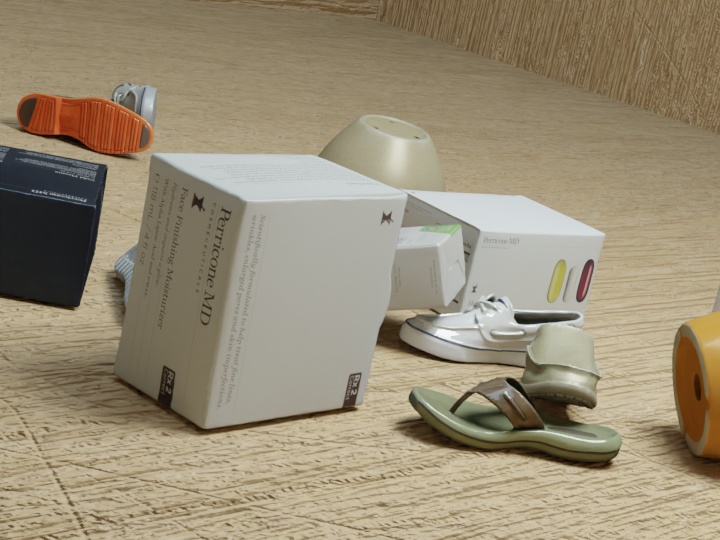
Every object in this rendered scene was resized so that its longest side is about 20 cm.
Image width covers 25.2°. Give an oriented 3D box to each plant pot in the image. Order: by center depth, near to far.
[{"bbox_3d":[0.395,0.103,1.501,0.181,0.202,0.200,-4,17,-5],"label":"plant pot"},{"bbox_3d":[0.027,-0.120,2.046,0.198,0.136,0.201,15,19,-5],"label":"plant pot"}]

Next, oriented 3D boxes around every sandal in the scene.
[{"bbox_3d":[0.138,0.124,1.428,0.199,0.058,0.080,10,15,-11],"label":"sandal"},{"bbox_3d":[-0.192,0.010,1.579,0.050,0.082,0.203,53,-2,-22],"label":"sandal"}]

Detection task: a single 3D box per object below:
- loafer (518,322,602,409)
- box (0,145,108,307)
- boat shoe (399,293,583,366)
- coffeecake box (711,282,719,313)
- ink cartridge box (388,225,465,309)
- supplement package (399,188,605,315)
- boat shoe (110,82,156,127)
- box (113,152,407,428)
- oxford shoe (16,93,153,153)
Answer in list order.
[{"bbox_3d":[0.189,0.086,1.531,0.075,0.069,0.200,11,3,-1],"label":"loafer"},{"bbox_3d":[-0.358,-0.054,1.580,0.198,0.105,0.182,10,14,-7],"label":"box"},{"bbox_3d":[0.137,0.056,1.658,0.198,0.066,0.074,6,17,-22],"label":"boat shoe"},{"bbox_3d":[0.486,0.024,1.803,0.152,0.202,0.073,12,15,-2],"label":"coffeecake box"},{"bbox_3d":[0.000,0.000,1.662,0.198,0.068,0.117,-3,11,15],"label":"ink cartridge box"},{"bbox_3d":[0.152,-0.017,1.855,0.199,0.112,0.155,0,19,-38],"label":"supplement package"},{"bbox_3d":[-0.337,-0.244,2.366,0.065,0.073,0.200,4,15,-12],"label":"boat shoe"},{"bbox_3d":[-0.084,0.012,1.377,0.130,0.201,0.199,24,18,40],"label":"box"},{"bbox_3d":[-0.367,-0.206,2.206,0.198,0.072,0.073,16,10,14],"label":"oxford shoe"}]
